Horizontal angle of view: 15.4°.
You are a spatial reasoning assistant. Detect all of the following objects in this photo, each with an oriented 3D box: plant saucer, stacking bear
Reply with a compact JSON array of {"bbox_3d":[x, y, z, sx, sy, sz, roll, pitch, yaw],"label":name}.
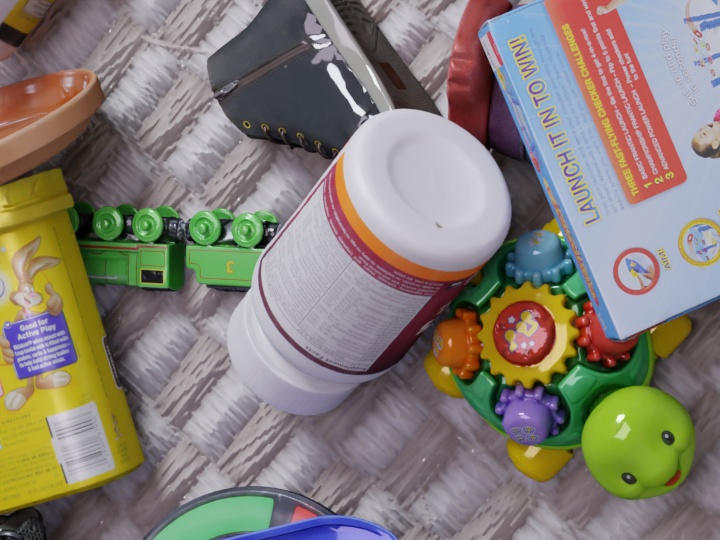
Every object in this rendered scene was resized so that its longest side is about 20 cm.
[{"bbox_3d":[-0.257,-0.076,1.722,0.199,0.200,0.032,-16,107,17],"label":"plant saucer"},{"bbox_3d":[0.158,-0.103,1.620,0.199,0.122,0.114,10,45,9],"label":"stacking bear"}]

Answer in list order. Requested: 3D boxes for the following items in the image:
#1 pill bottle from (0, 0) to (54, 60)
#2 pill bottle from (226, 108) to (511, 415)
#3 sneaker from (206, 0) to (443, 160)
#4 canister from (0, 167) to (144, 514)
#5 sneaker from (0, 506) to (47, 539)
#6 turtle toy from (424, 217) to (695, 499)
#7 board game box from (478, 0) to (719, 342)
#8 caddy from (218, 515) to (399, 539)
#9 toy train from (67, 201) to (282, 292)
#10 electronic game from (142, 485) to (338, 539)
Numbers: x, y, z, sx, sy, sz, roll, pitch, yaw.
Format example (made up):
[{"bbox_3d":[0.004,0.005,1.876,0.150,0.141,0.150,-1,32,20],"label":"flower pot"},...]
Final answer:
[{"bbox_3d":[-0.219,-0.249,1.762,0.114,0.114,0.200,42,97,19],"label":"pill bottle"},{"bbox_3d":[0.000,0.000,1.617,0.110,0.109,0.200,57,139,16],"label":"pill bottle"},{"bbox_3d":[-0.012,-0.086,1.702,0.106,0.075,0.201,-38,71,22],"label":"sneaker"},{"bbox_3d":[-0.234,0.051,1.725,0.148,0.087,0.201,-16,93,20],"label":"canister"},{"bbox_3d":[-0.259,0.200,1.685,0.076,0.199,0.115,-14,68,34],"label":"sneaker"},{"bbox_3d":[0.126,0.058,1.613,0.200,0.101,0.146,45,99,18],"label":"turtle toy"},{"bbox_3d":[0.196,-0.088,1.541,0.195,0.056,0.201,-23,91,-3],"label":"board game box"},{"bbox_3d":[-0.046,0.226,1.610,0.199,0.105,0.142,-12,79,-7],"label":"caddy"},{"bbox_3d":[-0.143,-0.015,1.749,0.199,0.042,0.057,3,95,20],"label":"toy train"},{"bbox_3d":[-0.070,0.238,1.691,0.199,0.042,0.202,-2,83,19],"label":"electronic game"}]
